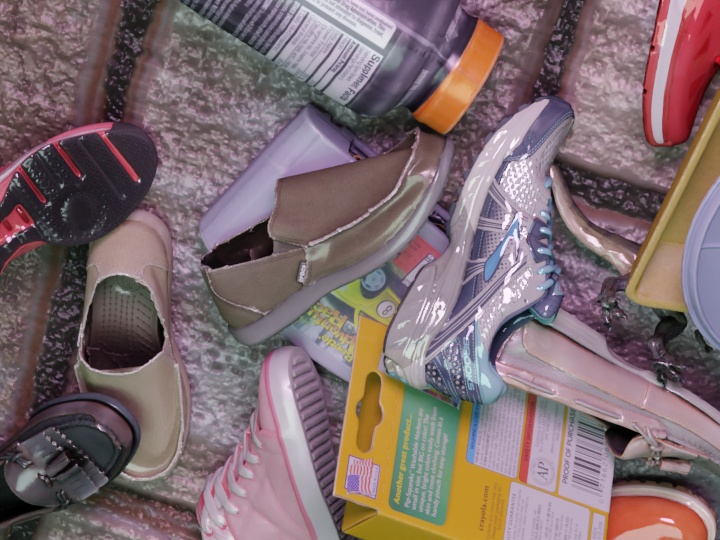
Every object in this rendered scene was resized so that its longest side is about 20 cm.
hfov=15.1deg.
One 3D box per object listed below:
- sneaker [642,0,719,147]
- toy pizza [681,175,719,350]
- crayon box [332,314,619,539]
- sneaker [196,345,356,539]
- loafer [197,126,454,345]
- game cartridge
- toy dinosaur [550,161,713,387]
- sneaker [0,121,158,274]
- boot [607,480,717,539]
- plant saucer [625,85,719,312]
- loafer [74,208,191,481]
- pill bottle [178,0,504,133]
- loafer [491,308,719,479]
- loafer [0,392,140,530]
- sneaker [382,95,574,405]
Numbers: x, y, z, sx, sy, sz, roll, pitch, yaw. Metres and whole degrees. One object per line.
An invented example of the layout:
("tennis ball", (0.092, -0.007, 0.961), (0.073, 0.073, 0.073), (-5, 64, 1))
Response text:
("sneaker", (0.235, -0.157, 1.607), (0.115, 0.078, 0.201), (11, 120, 5))
("toy pizza", (0.280, -0.026, 1.613), (0.199, 0.032, 0.201), (-11, 129, -14))
("crayon box", (0.065, 0.122, 1.720), (0.199, 0.126, 0.052), (21, 151, -23))
("sneaker", (-0.068, 0.137, 1.802), (0.104, 0.076, 0.201), (-4, 131, 11))
("loafer", (-0.025, -0.028, 1.680), (0.200, 0.075, 0.070), (-38, 110, 25))
("game cartridge", (0.000, 0.000, 1.754), (0.200, 0.041, 0.133), (39, 121, -11))
("toy dinosaur", (0.187, 0.014, 1.703), (0.199, 0.088, 0.047), (31, 142, -6))
("sneaker", (-0.227, -0.044, 1.750), (0.199, 0.087, 0.074), (-30, 117, -3))
("boot", (0.140, 0.204, 1.797), (0.199, 0.107, 0.075), (-16, 112, 15))
("plant saucer", (0.273, -0.061, 1.635), (0.199, 0.049, 0.201), (9, 122, -25))
("loafer", (-0.156, 0.059, 1.791), (0.075, 0.068, 0.201), (1, 118, 9))
("pill bottle", (-0.013, -0.163, 1.629), (0.199, 0.106, 0.106), (32, 118, -8))
("loafer", (0.160, 0.089, 1.725), (0.199, 0.072, 0.063), (33, 73, -14))
("loafer", (-0.222, 0.143, 1.816), (0.072, 0.063, 0.200), (47, 136, -16))
("sneaker", (0.094, -0.009, 1.670), (0.086, 0.078, 0.201), (25, 88, 16))
